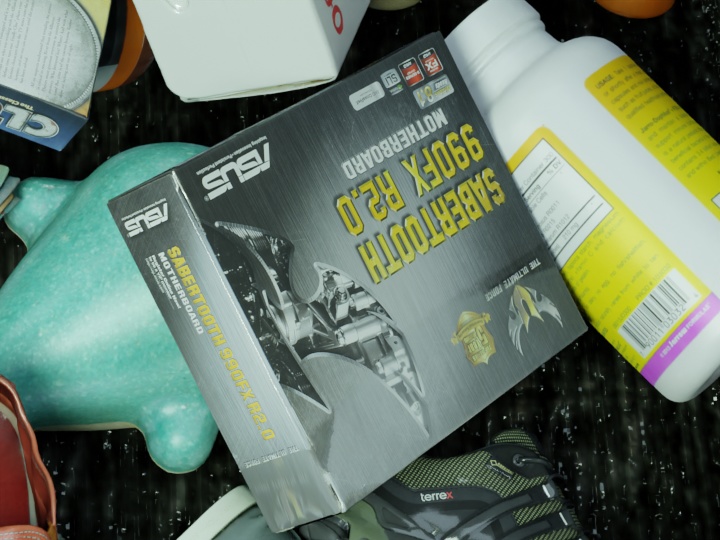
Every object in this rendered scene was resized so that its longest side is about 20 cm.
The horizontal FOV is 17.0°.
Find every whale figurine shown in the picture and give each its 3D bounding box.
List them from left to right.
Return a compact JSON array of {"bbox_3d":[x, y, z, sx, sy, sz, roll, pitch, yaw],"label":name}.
[{"bbox_3d":[-0.114,0.018,1.073,0.200,0.104,0.159,-26,74,-19],"label":"whale figurine"}]

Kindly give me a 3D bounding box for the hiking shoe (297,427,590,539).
[{"bbox_3d":[0.078,0.121,1.082,0.200,0.076,0.101,23,66,0],"label":"hiking shoe"}]

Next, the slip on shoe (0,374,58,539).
[{"bbox_3d":[-0.147,0.128,0.964,0.074,0.061,0.200,-5,58,-14],"label":"slip on shoe"}]

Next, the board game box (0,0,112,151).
[{"bbox_3d":[-0.168,-0.165,1.045,0.135,0.035,0.200,21,58,-21],"label":"board game box"}]

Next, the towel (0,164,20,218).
[{"bbox_3d":[-0.260,0.015,1.067,0.146,0.022,0.200,20,63,22],"label":"towel"}]

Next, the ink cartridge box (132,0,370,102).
[{"bbox_3d":[-0.043,-0.192,1.100,0.083,0.147,0.200,-6,37,21],"label":"ink cartridge box"}]

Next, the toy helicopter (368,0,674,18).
[{"bbox_3d":[0.068,-0.178,1.214,0.200,0.079,0.132,-21,51,-30],"label":"toy helicopter"}]

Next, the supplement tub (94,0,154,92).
[{"bbox_3d":[-0.163,-0.129,1.117,0.200,0.107,0.107,-13,68,-33],"label":"supplement tub"}]

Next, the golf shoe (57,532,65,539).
[{"bbox_3d":[-0.198,0.180,1.005,0.094,0.078,0.200,31,56,15],"label":"golf shoe"}]

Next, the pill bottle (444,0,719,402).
[{"bbox_3d":[0.118,-0.040,1.149,0.104,0.104,0.200,-39,79,-25],"label":"pill bottle"}]

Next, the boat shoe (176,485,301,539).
[{"bbox_3d":[-0.090,0.177,1.024,0.062,0.073,0.200,38,59,11],"label":"boat shoe"}]

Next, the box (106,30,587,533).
[{"bbox_3d":[0.000,0.000,1.053,0.200,0.048,0.159,-31,96,-47],"label":"box"}]
